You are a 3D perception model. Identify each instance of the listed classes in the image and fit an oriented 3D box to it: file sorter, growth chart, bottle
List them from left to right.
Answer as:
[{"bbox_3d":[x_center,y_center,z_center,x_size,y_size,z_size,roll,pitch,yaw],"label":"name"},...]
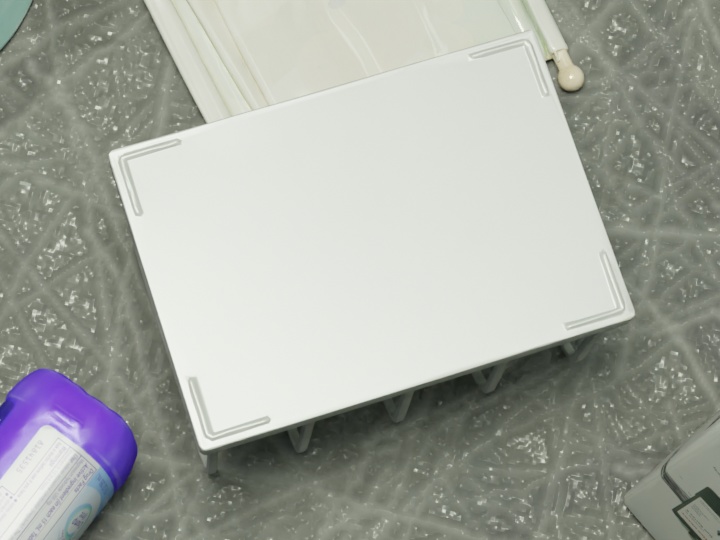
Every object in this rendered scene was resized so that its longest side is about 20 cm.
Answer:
[{"bbox_3d":[-0.179,0.139,1.098,0.065,0.084,0.200,35,73,5],"label":"bottle"},{"bbox_3d":[-0.004,-0.130,1.228,0.199,0.018,0.145,-17,75,-10],"label":"growth chart"},{"bbox_3d":[0.000,0.000,1.134,0.199,0.125,0.139,-17,77,-9],"label":"file sorter"}]

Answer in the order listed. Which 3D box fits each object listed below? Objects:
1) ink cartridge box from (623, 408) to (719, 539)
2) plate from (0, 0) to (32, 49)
[{"bbox_3d":[0.213,0.070,1.095,0.146,0.200,0.084,-39,83,-14],"label":"ink cartridge box"},{"bbox_3d":[-0.242,-0.177,1.180,0.199,0.026,0.201,6,76,-26],"label":"plate"}]
